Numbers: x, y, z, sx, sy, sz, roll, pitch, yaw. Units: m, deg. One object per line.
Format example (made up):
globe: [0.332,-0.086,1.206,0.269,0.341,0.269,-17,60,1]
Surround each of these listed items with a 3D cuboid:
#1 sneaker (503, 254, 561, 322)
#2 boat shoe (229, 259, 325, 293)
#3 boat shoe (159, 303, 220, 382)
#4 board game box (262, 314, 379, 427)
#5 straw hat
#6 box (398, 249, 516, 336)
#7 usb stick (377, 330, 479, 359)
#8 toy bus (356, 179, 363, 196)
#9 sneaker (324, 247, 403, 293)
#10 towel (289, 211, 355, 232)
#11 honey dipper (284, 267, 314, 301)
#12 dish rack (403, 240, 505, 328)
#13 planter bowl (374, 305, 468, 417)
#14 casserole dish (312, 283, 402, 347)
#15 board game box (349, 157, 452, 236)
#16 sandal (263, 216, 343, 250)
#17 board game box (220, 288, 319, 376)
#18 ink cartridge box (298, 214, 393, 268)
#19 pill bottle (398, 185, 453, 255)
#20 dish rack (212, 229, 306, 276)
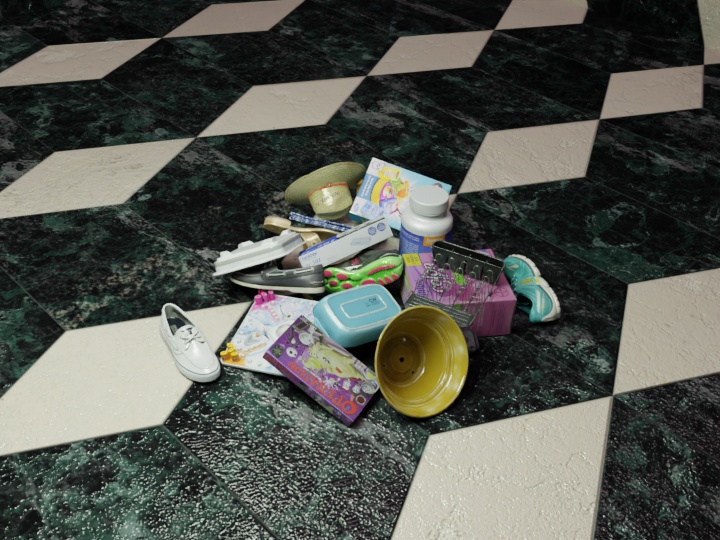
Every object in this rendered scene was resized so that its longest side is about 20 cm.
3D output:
sneaker: [0.349,0.037,1.776,0.080,0.078,0.200,-17,40,-11]
boat shoe: [-0.169,0.006,1.715,0.200,0.063,0.073,6,9,10]
boat shoe: [-0.332,0.135,1.591,0.074,0.065,0.200,-24,44,-32]
board game box: [-0.066,0.180,1.520,0.200,0.032,0.120,38,50,4]
straw hat: [-0.068,-0.165,1.939,0.201,0.201,0.085,-13,71,-21]
box: [0.195,0.048,1.726,0.200,0.097,0.176,-4,37,-9]
usb stick: [0.133,0.146,1.640,0.200,0.033,0.055,-2,48,-9]
toy bus: [0.089,-0.173,2.028,0.200,0.078,0.065,4,37,0]
sneaker: [0.000,0.000,1.764,0.200,0.077,0.084,-8,30,21]
towel: [-0.049,-0.104,1.912,0.200,0.024,0.145,14,3,13]
honey dipper: [-0.110,0.053,1.741,0.038,0.038,0.200,-16,42,-24]
dish rack: [0.179,0.030,1.624,0.153,0.055,0.200,18,39,19]
planter bowl: [0.094,0.165,1.535,0.200,0.201,0.083,-19,6,-27]
casserole dish: [0.001,0.081,1.622,0.200,0.039,0.121,-13,54,-37]
board game box: [0.094,-0.159,1.946,0.200,0.047,0.151,20,73,6]
sandal: [-0.120,-0.060,1.884,0.212,0.078,0.070,14,71,-1]
board game box: [-0.145,0.118,1.626,0.200,0.026,0.200,8,44,18]
ink cartridge box: [-0.033,-0.056,1.774,0.200,0.044,0.094,-24,8,1]
pill bottle: [0.140,-0.077,1.802,0.112,0.200,0.112,2,37,-1]
dish rack: [-0.214,-0.043,1.758,0.171,0.044,0.200,-16,7,13]
